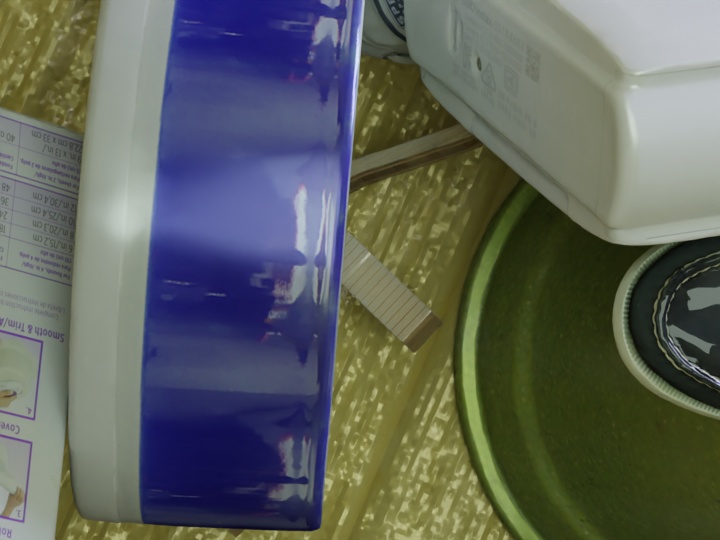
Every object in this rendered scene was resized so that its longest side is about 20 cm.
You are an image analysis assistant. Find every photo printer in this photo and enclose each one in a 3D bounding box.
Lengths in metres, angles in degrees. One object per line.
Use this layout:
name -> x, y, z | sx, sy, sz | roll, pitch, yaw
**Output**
photo printer -> 0.135, -0.074, 0.932 | 0.200, 0.166, 0.070 | -8, 116, -20

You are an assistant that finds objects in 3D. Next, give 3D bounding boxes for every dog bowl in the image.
dog bowl -> -0.043, -0.017, 0.928 | 0.079, 0.200, 0.201 | 5, 88, 0

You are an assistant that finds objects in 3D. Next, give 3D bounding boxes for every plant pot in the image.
plant pot -> 0.152, 0.035, 1.010 | 0.200, 0.184, 0.201 | 0, 90, -14

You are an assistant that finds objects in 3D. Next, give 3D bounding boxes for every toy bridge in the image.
toy bridge -> 0.000, 0.000, 1.038 | 0.067, 0.027, 0.200 | 43, 90, 16

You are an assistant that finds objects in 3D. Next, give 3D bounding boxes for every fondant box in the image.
fondant box -> -0.156, 0.057, 0.897 | 0.058, 0.144, 0.201 | 16, 71, -40

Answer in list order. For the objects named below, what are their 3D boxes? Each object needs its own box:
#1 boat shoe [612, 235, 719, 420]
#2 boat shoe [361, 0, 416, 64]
boat shoe -> 0.179, 0.019, 0.887 | 0.199, 0.066, 0.075 | 10, 87, -14
boat shoe -> 0.076, -0.113, 1.052 | 0.200, 0.065, 0.074 | -7, 84, -35
